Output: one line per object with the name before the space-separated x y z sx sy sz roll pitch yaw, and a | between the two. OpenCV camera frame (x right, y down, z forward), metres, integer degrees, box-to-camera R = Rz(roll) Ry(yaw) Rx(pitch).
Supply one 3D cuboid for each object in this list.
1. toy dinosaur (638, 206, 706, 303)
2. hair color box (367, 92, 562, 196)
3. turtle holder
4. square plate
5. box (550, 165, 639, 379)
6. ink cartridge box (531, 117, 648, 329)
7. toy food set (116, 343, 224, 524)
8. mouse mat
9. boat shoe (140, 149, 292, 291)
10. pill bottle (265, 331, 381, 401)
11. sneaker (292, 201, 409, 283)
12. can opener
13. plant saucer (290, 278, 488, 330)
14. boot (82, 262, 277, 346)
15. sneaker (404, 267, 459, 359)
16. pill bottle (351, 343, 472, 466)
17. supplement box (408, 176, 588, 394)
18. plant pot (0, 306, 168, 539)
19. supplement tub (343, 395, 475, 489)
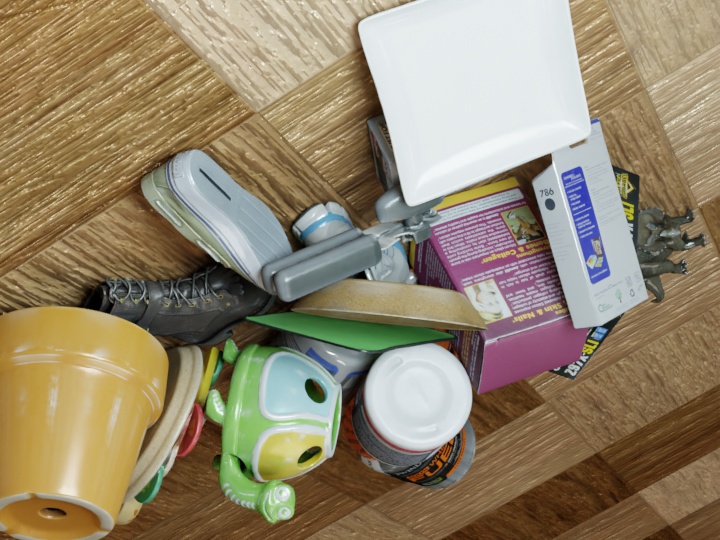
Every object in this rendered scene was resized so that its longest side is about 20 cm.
toy dinosaur | 0.382 -0.028 1.764 0.102 0.077 0.200 -6 152 -10
hair color box | 0.112 -0.139 1.374 0.199 0.061 0.099 -23 150 -6
turtle holder | -0.092 0.162 1.454 0.131 0.186 0.142 7 113 5
square plate | 0.109 -0.180 1.275 0.197 0.028 0.201 -21 123 -6
box | 0.266 0.000 1.580 0.049 0.201 0.160 20 139 -8
ink cartridge box | 0.233 -0.050 1.405 0.039 0.201 0.099 -9 -172 45
toy food set | -0.221 0.171 1.493 0.049 0.201 0.198 31 138 -21
mouse mat | -0.008 0.061 1.431 0.200 0.160 0.008 -5 105 -57
boat shoe | -0.133 -0.044 1.319 0.062 0.072 0.200 -13 137 28
pill bottle | -0.066 0.121 1.602 0.113 0.114 0.200 2 141 -39
sneaker | 0.000 0.000 1.487 0.075 0.087 0.200 -37 150 17
can opener | -0.007 -0.031 1.331 0.199 0.053 0.067 -27 115 -23
plant saucer | 0.031 0.033 1.368 0.199 0.036 0.200 6 175 0
boot | -0.188 0.026 1.402 0.173 0.070 0.200 4 142 -42
sneaker | 0.058 0.091 1.632 0.077 0.112 0.200 -31 163 -45
pill bottle | 0.051 0.159 1.553 0.119 0.120 0.200 -18 167 -12
supplement box | 0.150 0.014 1.501 0.130 0.201 0.103 -16 145 -13
plant pot | -0.299 0.165 1.363 0.199 0.184 0.201 0 147 0
supplement tub | 0.066 0.224 1.856 0.122 0.123 0.200 -35 149 17
